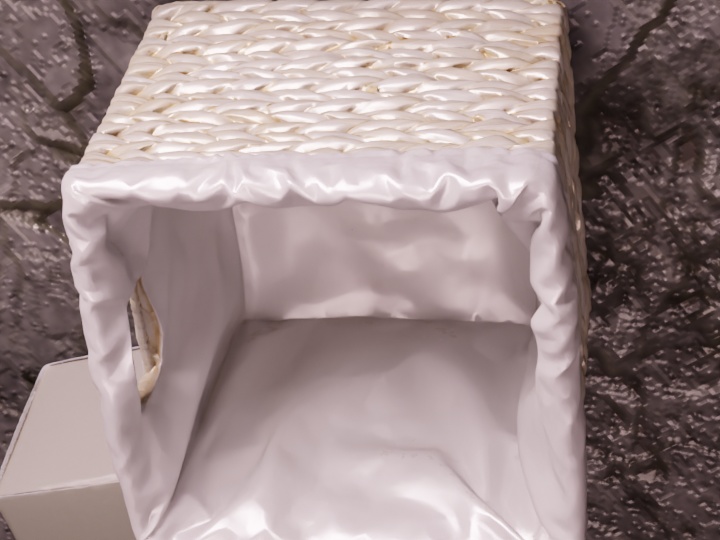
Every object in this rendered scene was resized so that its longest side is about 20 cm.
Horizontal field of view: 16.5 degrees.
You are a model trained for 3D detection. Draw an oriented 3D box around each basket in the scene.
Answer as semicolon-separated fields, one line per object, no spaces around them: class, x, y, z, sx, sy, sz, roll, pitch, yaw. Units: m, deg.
basket;0.000;0.000;1.040;0.199;0.161;0.199;0;127;11

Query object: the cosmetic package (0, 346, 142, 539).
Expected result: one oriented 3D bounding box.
cosmetic package;-0.091;0.144;1.205;0.087;0.104;0.201;-10;123;19
